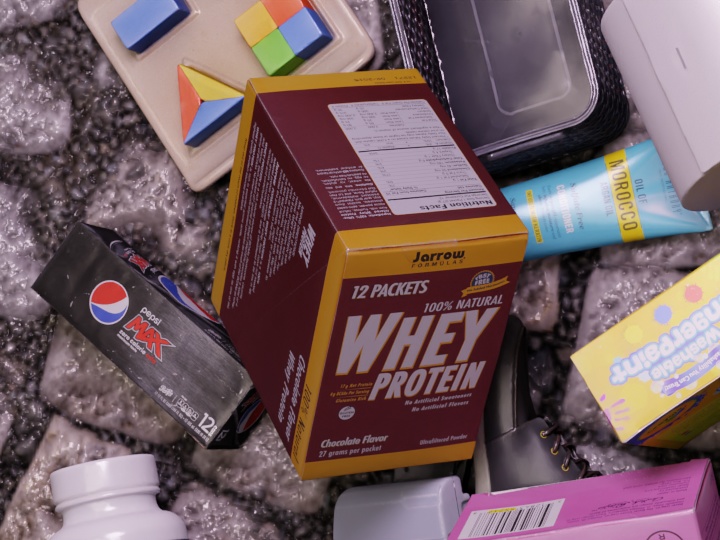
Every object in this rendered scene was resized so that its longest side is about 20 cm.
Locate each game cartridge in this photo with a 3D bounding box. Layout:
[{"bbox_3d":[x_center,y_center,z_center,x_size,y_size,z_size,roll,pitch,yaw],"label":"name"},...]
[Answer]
[{"bbox_3d":[0.038,0.252,1.653,0.133,0.040,0.202,-13,85,52],"label":"game cartridge"}]

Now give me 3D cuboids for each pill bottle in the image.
[{"bbox_3d":[-0.178,0.245,1.727,0.110,0.111,0.202,-15,79,19],"label":"pill bottle"}]

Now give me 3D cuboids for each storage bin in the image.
[{"bbox_3d":[0.103,-0.181,1.673,0.134,0.094,0.202,-17,80,18],"label":"storage bin"}]

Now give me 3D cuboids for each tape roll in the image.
[{"bbox_3d":[0.279,-0.147,1.545,0.202,0.202,0.140,-27,76,16],"label":"tape roll"}]

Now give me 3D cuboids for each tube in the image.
[{"bbox_3d":[0.151,-0.043,1.670,0.198,0.050,0.078,-14,87,14],"label":"tube"}]

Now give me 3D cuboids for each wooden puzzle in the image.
[{"bbox_3d":[-0.111,-0.191,1.780,0.185,0.046,0.201,-37,73,14],"label":"wooden puzzle"}]

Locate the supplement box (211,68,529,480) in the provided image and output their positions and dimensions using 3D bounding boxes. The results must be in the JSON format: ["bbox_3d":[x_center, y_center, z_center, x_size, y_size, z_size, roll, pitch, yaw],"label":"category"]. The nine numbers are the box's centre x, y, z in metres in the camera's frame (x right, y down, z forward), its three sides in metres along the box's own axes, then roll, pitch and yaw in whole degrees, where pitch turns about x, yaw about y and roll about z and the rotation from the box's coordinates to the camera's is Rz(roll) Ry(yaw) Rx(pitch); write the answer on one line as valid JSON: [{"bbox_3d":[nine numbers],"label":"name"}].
[{"bbox_3d":[0.000,0.000,1.588,0.200,0.132,0.198,-121,34,-46],"label":"supplement box"}]

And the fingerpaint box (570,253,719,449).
[{"bbox_3d":[0.259,0.036,1.553,0.199,0.167,0.074,-36,74,15],"label":"fingerpaint box"}]

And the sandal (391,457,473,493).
[{"bbox_3d":[0.054,0.117,1.688,0.075,0.043,0.202,2,85,21],"label":"sandal"}]

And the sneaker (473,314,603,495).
[{"bbox_3d":[0.138,0.130,1.646,0.105,0.075,0.202,-1,94,16],"label":"sneaker"}]

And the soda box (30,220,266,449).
[{"bbox_3d":[-0.155,0.049,1.763,0.200,0.063,0.071,40,98,19],"label":"soda box"}]

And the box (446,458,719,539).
[{"bbox_3d":[0.170,0.249,1.567,0.175,0.097,0.202,-10,104,18],"label":"box"}]
